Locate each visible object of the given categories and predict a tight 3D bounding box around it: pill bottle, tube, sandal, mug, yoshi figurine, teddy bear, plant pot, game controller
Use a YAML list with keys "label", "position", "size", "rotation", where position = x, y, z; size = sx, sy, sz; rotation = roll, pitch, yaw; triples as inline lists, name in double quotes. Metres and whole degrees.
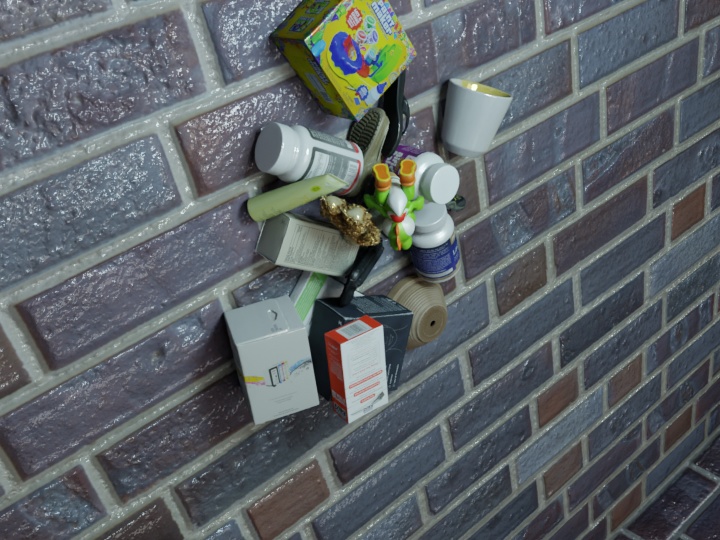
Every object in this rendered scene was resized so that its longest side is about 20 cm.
- label: "pill bottle"
  position: [-0.102, -0.222, 1.402]
  size: [0.199, 0.114, 0.114]
  rotation: [10, 102, -41]
- label: "tube"
  position: [-0.126, -0.146, 1.369]
  size: [0.052, 0.199, 0.058]
  rotation: [62, 25, -24]
- label: "sandal"
  position: [0.080, -0.339, 1.504]
  size: [0.048, 0.075, 0.202]
  rotation: [5, 93, -32]
- label: "mug"
  position: [0.271, -0.346, 1.641]
  size: [0.186, 0.149, 0.154]
  rotation: [-1, 117, -32]
- label: "yoshi figurine"
  position: [0.074, -0.136, 1.436]
  size: [0.112, 0.112, 0.201]
  rotation: [-40, 142, -29]
- label: "pill bottle"
  position: [0.115, -0.207, 1.527]
  size: [0.112, 0.200, 0.113]
  rotation: [-16, 118, -34]
- label: "teddy bear"
  position: [-0.021, -0.093, 1.406]
  size: [0.144, 0.200, 0.067]
  rotation: [25, 86, 0]
- label: "pill bottle"
  position: [0.168, -0.072, 1.664]
  size: [0.116, 0.116, 0.200]
  rotation: [-42, 142, -18]
- label: "plant pot"
  position: [0.151, 0.117, 1.772]
  size: [0.200, 0.093, 0.202]
  rotation: [-18, 120, -33]
- label: "game controller"
  position: [0.000, 0.000, 1.560]
  size: [0.104, 0.042, 0.200]
  rotation: [-56, 179, 34]

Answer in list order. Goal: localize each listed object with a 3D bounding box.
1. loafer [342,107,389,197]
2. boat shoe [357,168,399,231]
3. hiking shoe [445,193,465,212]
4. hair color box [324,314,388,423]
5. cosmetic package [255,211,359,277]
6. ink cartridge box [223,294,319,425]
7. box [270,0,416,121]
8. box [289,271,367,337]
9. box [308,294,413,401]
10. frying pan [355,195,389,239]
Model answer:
- label: "loafer"
  position: [0.010, -0.250, 1.513]
  size: [0.067, 0.076, 0.201]
  rotation: [3, 120, -48]
- label: "boat shoe"
  position: [0.033, -0.144, 1.521]
  size: [0.074, 0.062, 0.200]
  rotation: [-5, 144, -24]
- label: "hiking shoe"
  position: [0.191, -0.205, 1.676]
  size: [0.199, 0.076, 0.101]
  rotation: [17, 101, -42]
- label: "hair color box"
  position: [-0.007, 0.208, 1.492]
  size: [0.111, 0.064, 0.201]
  rotation: [-22, 120, -31]
- label: "cosmetic package"
  position: [-0.106, -0.057, 1.487]
  size: [0.199, 0.087, 0.104]
  rotation: [13, 102, -43]
- label: "ink cartridge box"
  position: [-0.185, 0.181, 1.465]
  size: [0.144, 0.147, 0.201]
  rotation: [-15, 119, -15]
- label: "box"
  position: [-0.029, -0.434, 1.366]
  size: [0.193, 0.122, 0.200]
  rotation: [-51, 132, -12]
- label: "box"
  position: [-0.080, 0.088, 1.608]
  size: [0.200, 0.036, 0.145]
  rotation: [30, 89, -44]
- label: "box"
  position: [-0.007, 0.170, 1.596]
  size: [0.196, 0.124, 0.201]
  rotation: [-2, 111, -39]
- label: "frying pan"
  position: [0.069, -0.150, 1.635]
  size: [0.115, 0.031, 0.190]
  rotation: [-48, 134, -14]
